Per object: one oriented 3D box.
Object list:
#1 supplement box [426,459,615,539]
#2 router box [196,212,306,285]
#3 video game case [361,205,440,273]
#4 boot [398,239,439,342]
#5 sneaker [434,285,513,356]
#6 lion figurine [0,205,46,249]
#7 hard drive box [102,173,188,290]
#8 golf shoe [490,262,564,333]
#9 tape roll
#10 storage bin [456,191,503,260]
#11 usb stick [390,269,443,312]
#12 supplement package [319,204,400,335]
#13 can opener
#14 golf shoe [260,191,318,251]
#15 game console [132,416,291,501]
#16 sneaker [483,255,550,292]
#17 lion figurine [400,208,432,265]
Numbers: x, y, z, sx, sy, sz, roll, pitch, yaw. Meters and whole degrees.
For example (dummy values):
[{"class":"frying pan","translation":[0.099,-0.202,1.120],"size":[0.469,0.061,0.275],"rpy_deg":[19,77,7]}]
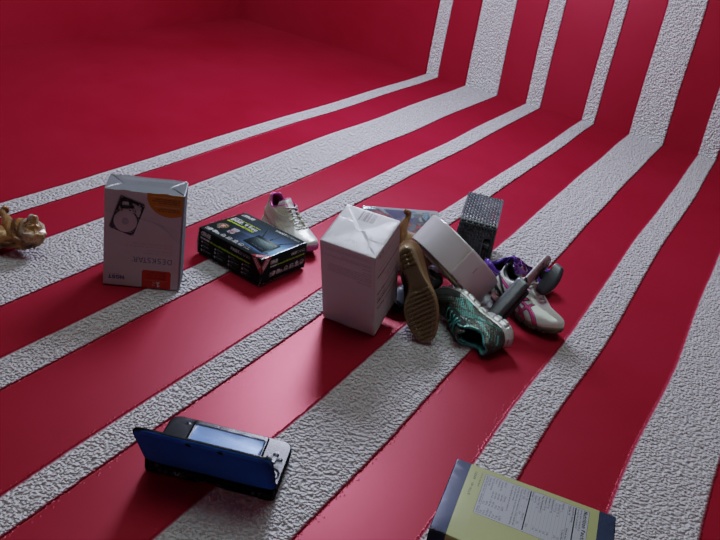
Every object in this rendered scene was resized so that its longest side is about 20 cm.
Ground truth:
[{"class":"supplement box","translation":[0.170,0.367,0.948],"size":[0.195,0.205,0.134],"rpy_deg":[16,27,15]},{"class":"router box","translation":[-0.236,-0.051,1.785],"size":[0.197,0.064,0.149],"rpy_deg":[26,29,28]},{"class":"video game case","translation":[0.105,-0.075,1.929],"size":[0.194,0.023,0.185],"rpy_deg":[3,49,-14]},{"class":"boot","translation":[0.123,0.037,1.665],"size":[0.070,0.205,0.166],"rpy_deg":[-13,0,10]},{"class":"sneaker","translation":[0.207,0.101,1.634],"size":[0.198,0.079,0.090],"rpy_deg":[31,41,31]},{"class":"lion figurine","translation":[-0.735,-0.069,1.635],"size":[0.196,0.074,0.123],"rpy_deg":[-22,46,-25]},{"class":"hard drive box","translation":[-0.421,-0.074,1.607],"size":[0.151,0.205,0.077],"rpy_deg":[4,26,-9]},{"class":"golf shoe","translation":[0.359,0.061,1.747],"size":[0.071,0.094,0.199],"rpy_deg":[-6,32,-39]},{"class":"tape roll","translation":[0.201,-0.022,1.748],"size":[0.203,0.071,0.202],"rpy_deg":[47,0,0]},{"class":"storage bin","translation":[0.280,-0.090,1.964],"size":[0.091,0.138,0.201],"rpy_deg":[13,26,8]},{"class":"usb stick","translation":[0.115,0.042,1.762],"size":[0.055,0.033,0.199],"rpy_deg":[28,30,24]},{"class":"supplement package","translation":[0.000,0.000,1.586],"size":[0.119,0.203,0.120],"rpy_deg":[18,45,18]},{"class":"can opener","translation":[0.341,0.051,1.695],"size":[0.066,0.054,0.200],"rpy_deg":[37,76,28]},{"class":"golf shoe","translation":[-0.164,-0.113,1.904],"size":[0.074,0.094,0.199],"rpy_deg":[-12,35,-41]},{"class":"game console","translation":[-0.201,0.240,1.160],"size":[0.195,0.121,0.171],"rpy_deg":[13,26,4]},{"class":"sneaker","translation":[0.364,0.008,1.865],"size":[0.195,0.085,0.081],"rpy_deg":[2,27,-18]},{"class":"lion figurine","translation":[0.118,-0.058,1.850],"size":[0.196,0.125,0.072],"rpy_deg":[26,0,-6]}]
